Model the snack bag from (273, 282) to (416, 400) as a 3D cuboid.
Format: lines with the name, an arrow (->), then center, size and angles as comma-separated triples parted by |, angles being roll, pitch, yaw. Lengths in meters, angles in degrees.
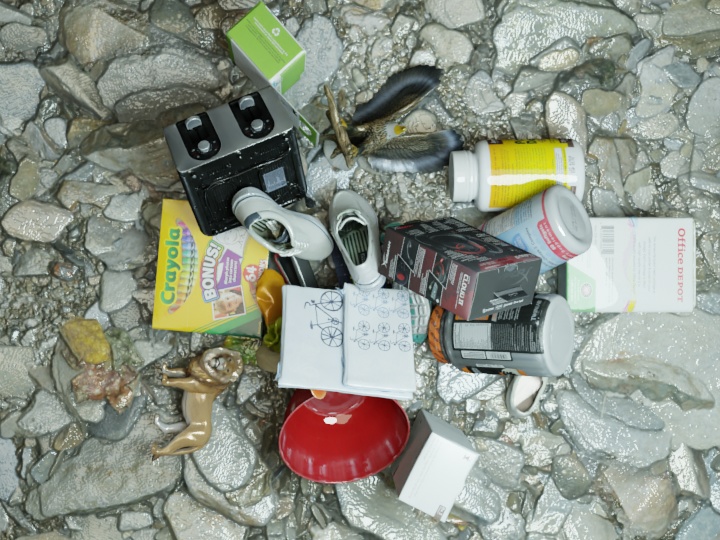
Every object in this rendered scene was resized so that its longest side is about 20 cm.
snack bag -> -0.022, 0.094, 1.474 | 0.198, 0.022, 0.190 | 6, 49, -8

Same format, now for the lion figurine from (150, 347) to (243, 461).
lion figurine -> -0.256, 0.211, 1.610 | 0.121, 0.073, 0.202 | 9, 104, -13

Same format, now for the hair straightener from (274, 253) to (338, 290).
hair straightener -> -0.065, 0.051, 1.603 | 0.077, 0.041, 0.202 | -22, 90, 40

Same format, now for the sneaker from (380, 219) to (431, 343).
sneaker -> 0.092, 0.013, 1.606 | 0.077, 0.091, 0.202 | 10, 115, 38

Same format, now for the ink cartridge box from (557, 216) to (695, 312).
ink cartridge box -> 0.411, -0.009, 1.603 | 0.197, 0.088, 0.147 | 0, 90, 1

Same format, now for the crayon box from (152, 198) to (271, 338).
crayon box -> -0.227, -0.003, 1.608 | 0.170, 0.058, 0.203 | 5, 89, -1

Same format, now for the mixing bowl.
mixing bowl -> -0.032, 0.216, 1.567 | 0.198, 0.109, 0.202 | -6, 128, -8

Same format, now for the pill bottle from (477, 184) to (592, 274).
pill bottle -> 0.240, -0.039, 1.552 | 0.199, 0.109, 0.109 | -30, 90, 36

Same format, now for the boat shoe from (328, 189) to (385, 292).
boat shoe -> -0.006, -0.062, 1.547 | 0.073, 0.067, 0.201 | -24, 50, 1

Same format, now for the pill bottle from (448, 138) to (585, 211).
pill bottle -> 0.238, -0.147, 1.590 | 0.197, 0.109, 0.111 | -1, 90, -1

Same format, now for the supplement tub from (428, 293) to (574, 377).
supplement tub -> 0.210, 0.095, 1.548 | 0.198, 0.122, 0.124 | 0, 90, 35

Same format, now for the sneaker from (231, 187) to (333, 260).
sneaker -> -0.111, -0.049, 1.517 | 0.073, 0.199, 0.071 | -40, 48, 23

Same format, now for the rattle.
rattle -> -0.085, 0.089, 1.504 | 0.129, 0.200, 0.145 | 7, 98, -13

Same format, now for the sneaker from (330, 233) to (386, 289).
sneaker -> 0.000, 0.000, 1.610 | 0.073, 0.082, 0.202 | -8, 71, 17

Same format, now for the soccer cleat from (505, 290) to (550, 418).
soccer cleat -> 0.273, 0.132, 1.605 | 0.069, 0.078, 0.202 | 14, 89, -1

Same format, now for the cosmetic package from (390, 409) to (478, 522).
cosmetic package -> 0.107, 0.287, 1.542 | 0.081, 0.200, 0.114 | 27, 89, -1

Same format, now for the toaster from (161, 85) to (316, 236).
toaster -> -0.178, -0.156, 1.518 | 0.179, 0.201, 0.119 | -22, 58, -7

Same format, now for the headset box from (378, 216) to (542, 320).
headset box -> 0.148, -0.003, 1.463 | 0.199, 0.148, 0.076 | 28, 117, 39

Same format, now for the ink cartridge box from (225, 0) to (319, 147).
ink cartridge box -> -0.109, -0.292, 1.566 | 0.076, 0.148, 0.200 | -43, 91, -4

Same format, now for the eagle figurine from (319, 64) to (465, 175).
eagle figurine -> 0.046, -0.219, 1.595 | 0.198, 0.151, 0.153 | -19, 135, -29
